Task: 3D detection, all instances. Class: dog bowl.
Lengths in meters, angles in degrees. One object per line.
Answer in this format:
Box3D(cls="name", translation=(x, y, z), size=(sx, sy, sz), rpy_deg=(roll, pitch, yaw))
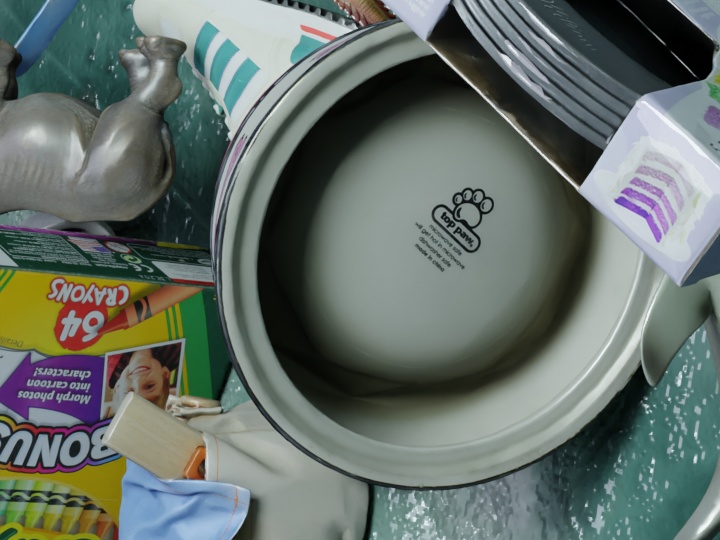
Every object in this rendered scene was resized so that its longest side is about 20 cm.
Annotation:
Box3D(cls="dog bowl", translation=(0.027, -0.015, 1.223), size=(0.074, 0.200, 0.200), rpy_deg=(-141, 63, -67))

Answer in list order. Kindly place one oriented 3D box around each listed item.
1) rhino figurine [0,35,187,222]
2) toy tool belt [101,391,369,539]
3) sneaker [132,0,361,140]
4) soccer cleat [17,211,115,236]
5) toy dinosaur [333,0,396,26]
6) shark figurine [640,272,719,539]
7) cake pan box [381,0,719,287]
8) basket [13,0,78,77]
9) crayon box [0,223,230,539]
Box3D(cls="rhino figurine", translation=(-0.175, -0.066, 1.426), size=(0.200, 0.060, 0.088), rpy_deg=(1, 83, 19))
Box3D(cls="toy tool belt", translation=(-0.084, 0.155, 1.380), size=(0.125, 0.123, 0.200), rpy_deg=(20, 102, 49))
Box3D(cls="sneaker", translation=(-0.050, -0.083, 1.406), size=(0.200, 0.070, 0.094), rpy_deg=(19, 95, 47))
Box3D(cls="soccer cleat", translation=(-0.180, 0.056, 1.504), size=(0.086, 0.070, 0.200), rpy_deg=(-20, 48, 66))
Box3D(cls="toy dinosaur", translation=(-0.079, -0.181, 1.290), size=(0.181, 0.105, 0.200), rpy_deg=(11, 118, 45))
Box3D(cls="shark figurine", translation=(0.139, 0.027, 1.186), size=(0.090, 0.128, 0.215), rpy_deg=(-127, 32, -69))
Box3D(cls="cake pan box", translation=(0.108, -0.083, 1.083), size=(0.184, 0.200, 0.052), rpy_deg=(45, 121, 22))
Box3D(cls="basket", translation=(-0.155, -0.218, 1.494), size=(0.200, 0.139, 0.176), rpy_deg=(-52, 50, 21))
Box3D(cls="crayon box", translation=(-0.168, 0.068, 1.430), size=(0.058, 0.200, 0.173), rpy_deg=(39, 115, 46))
